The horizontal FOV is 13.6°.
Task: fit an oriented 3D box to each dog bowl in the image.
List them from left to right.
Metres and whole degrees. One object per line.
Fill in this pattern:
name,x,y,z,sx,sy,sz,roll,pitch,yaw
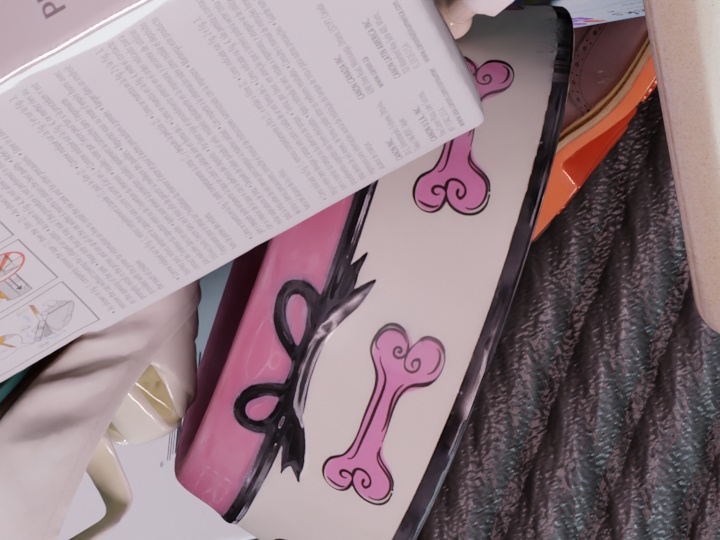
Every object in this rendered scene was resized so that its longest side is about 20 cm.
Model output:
dog bowl,0.000,0.000,0.962,0.200,0.073,0.201,-161,-90,-85

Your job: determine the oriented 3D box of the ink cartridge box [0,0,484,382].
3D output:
ink cartridge box,-0.075,-0.038,0.800,0.199,0.050,0.161,-27,157,4

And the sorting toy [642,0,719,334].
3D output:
sorting toy,0.159,-0.097,0.832,0.200,0.186,0.036,-39,-134,-26

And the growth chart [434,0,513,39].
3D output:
growth chart,-0.017,-0.107,0.812,0.199,0.018,0.144,12,155,-34

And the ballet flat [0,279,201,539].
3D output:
ballet flat,-0.088,0.042,0.931,0.069,0.070,0.200,-24,-160,35

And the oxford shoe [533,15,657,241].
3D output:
oxford shoe,0.078,-0.089,1.064,0.071,0.072,0.200,-49,175,-47

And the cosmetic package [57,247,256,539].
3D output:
cosmetic package,-0.111,0.014,1.126,0.199,0.124,0.200,-8,-159,-40

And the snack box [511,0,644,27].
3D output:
snack box,0.097,-0.157,0.969,0.053,0.143,0.199,2,176,-38
